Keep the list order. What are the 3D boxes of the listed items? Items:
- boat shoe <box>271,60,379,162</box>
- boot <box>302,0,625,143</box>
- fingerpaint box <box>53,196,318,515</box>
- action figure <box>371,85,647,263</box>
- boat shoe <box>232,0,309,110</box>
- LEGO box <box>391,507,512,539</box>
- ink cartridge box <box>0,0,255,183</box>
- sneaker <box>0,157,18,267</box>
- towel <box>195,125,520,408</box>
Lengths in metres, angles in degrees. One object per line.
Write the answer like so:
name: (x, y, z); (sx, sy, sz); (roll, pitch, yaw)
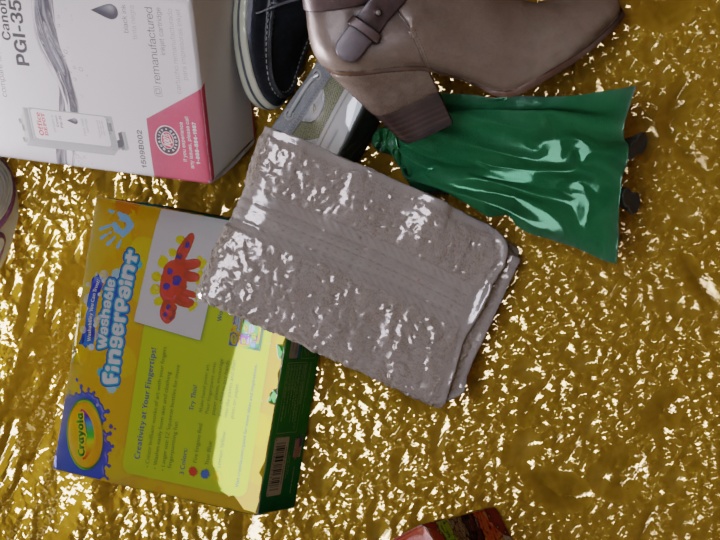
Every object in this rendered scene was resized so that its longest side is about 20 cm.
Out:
boat shoe: (0.000, -0.162, 1.692); (0.065, 0.074, 0.202); (29, 107, 15)
boot: (0.062, -0.181, 1.612); (0.200, 0.070, 0.146); (-31, 113, -6)
fingerpaint box: (-0.118, 0.059, 1.737); (0.166, 0.073, 0.201); (9, 92, 21)
action figure: (0.095, -0.079, 1.662); (0.200, 0.055, 0.118); (11, 95, 29)
boat shoe: (-0.041, -0.210, 1.708); (0.062, 0.075, 0.201); (13, 90, 28)
LEGO box: (0.003, 0.241, 1.648); (0.200, 0.149, 0.077); (-30, 79, 20)
ink cartridge box: (-0.185, -0.150, 1.733); (0.199, 0.083, 0.147); (7, 121, 21)
sneaker: (-0.321, -0.079, 1.831); (0.100, 0.075, 0.200); (-27, 75, 34)
towel: (0.000, 0.000, 1.661); (0.200, 0.034, 0.133); (23, 90, -9)
